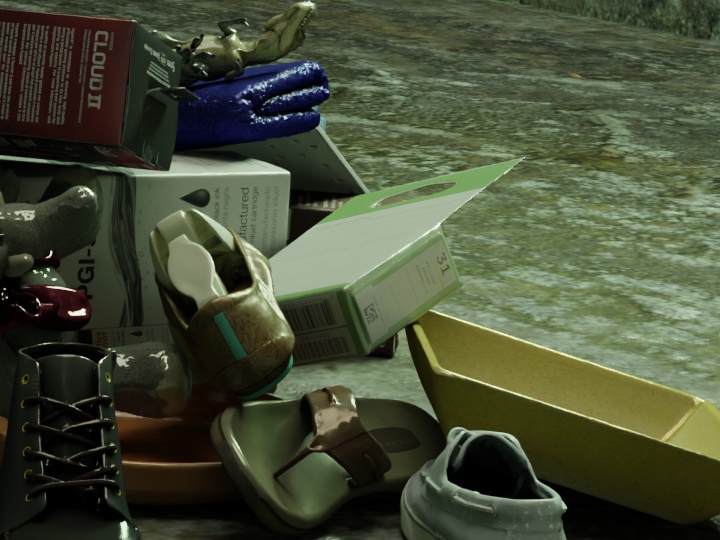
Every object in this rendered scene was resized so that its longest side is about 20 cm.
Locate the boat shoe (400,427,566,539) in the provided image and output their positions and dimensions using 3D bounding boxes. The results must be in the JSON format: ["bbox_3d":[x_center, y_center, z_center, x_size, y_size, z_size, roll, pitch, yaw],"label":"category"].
[{"bbox_3d":[0.069,0.118,1.509,0.070,0.072,0.201,1,10,-12],"label":"boat shoe"}]

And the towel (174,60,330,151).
[{"bbox_3d":[-0.132,-0.094,1.900,0.200,0.050,0.148,-6,10,23],"label":"towel"}]

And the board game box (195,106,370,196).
[{"bbox_3d":[-0.089,-0.056,2.056,0.200,0.026,0.200,-6,-27,20],"label":"board game box"}]

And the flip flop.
[{"bbox_3d":[-0.008,0.093,1.578,0.200,0.058,0.081,-3,55,-53],"label":"flip flop"}]

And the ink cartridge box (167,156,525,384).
[{"bbox_3d":[0.000,0.000,1.740,0.145,0.048,0.200,-12,14,41],"label":"ink cartridge box"}]

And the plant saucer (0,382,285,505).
[{"bbox_3d":[-0.122,0.096,1.647,0.200,0.032,0.200,4,12,-1],"label":"plant saucer"}]

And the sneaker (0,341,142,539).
[{"bbox_3d":[-0.146,0.101,1.419,0.075,0.106,0.200,2,12,-15],"label":"sneaker"}]

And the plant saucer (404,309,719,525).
[{"bbox_3d":[0.118,0.086,1.659,0.200,0.049,0.200,18,8,-7],"label":"plant saucer"}]

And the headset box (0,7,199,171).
[{"bbox_3d":[-0.195,-0.105,1.683,0.200,0.075,0.149,6,-3,8],"label":"headset box"}]

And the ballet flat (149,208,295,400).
[{"bbox_3d":[-0.085,0.007,1.623,0.068,0.072,0.200,-33,22,2],"label":"ballet flat"}]

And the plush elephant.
[{"bbox_3d":[-0.200,-0.001,1.584,0.200,0.165,0.155,-13,-26,-15],"label":"plush elephant"}]

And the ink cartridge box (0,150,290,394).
[{"bbox_3d":[-0.151,0.005,1.792,0.200,0.147,0.083,-3,13,-31],"label":"ink cartridge box"}]

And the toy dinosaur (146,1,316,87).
[{"bbox_3d":[-0.125,-0.133,1.838,0.200,0.048,0.088,-10,-5,5],"label":"toy dinosaur"}]

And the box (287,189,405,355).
[{"bbox_3d":[-0.070,-0.005,1.993,0.199,0.100,0.075,4,11,1],"label":"box"}]
